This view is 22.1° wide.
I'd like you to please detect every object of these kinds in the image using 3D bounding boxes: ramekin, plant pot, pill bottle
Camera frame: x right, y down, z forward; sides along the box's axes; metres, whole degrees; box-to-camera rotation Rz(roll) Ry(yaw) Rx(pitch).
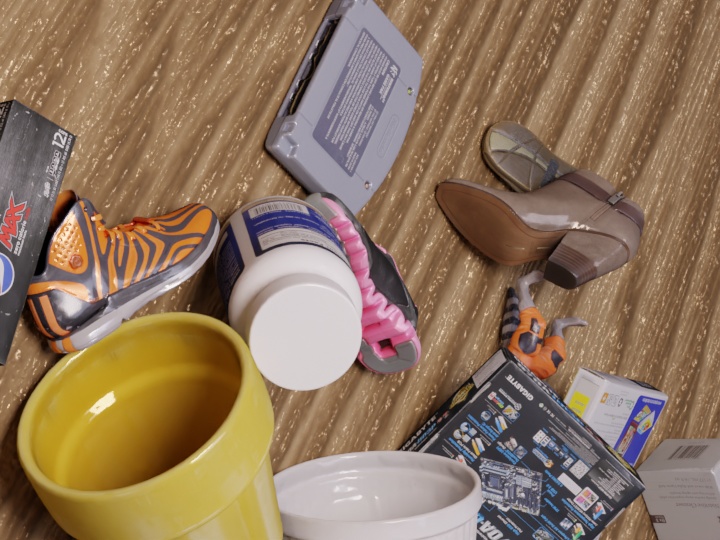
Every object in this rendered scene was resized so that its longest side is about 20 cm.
[{"bbox_3d":[0.012,0.242,1.656,0.200,0.199,0.106,-16,107,-46],"label":"ramekin"},{"bbox_3d":[-0.153,0.169,1.499,0.201,0.200,0.190,-54,140,-35],"label":"plant pot"},{"bbox_3d":[-0.061,0.019,1.577,0.115,0.200,0.117,-3,111,-9],"label":"pill bottle"}]

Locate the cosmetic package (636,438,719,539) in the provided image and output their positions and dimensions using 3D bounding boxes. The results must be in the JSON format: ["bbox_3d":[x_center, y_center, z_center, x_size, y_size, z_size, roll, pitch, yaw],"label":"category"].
[{"bbox_3d":[0.408,0.298,2.131,0.081,0.112,0.201,-35,110,-43],"label":"cosmetic package"}]

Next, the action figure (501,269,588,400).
[{"bbox_3d":[0.172,0.122,1.932,0.194,0.104,0.200,-66,155,-18],"label":"action figure"}]

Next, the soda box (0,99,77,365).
[{"bbox_3d":[-0.292,-0.029,1.444,0.071,0.063,0.201,31,64,-40],"label":"soda box"}]

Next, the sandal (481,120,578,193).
[{"bbox_3d":[0.197,-0.084,1.986,0.200,0.054,0.081,41,62,-20],"label":"sandal"}]

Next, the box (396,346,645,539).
[{"bbox_3d":[0.156,0.198,1.811,0.200,0.046,0.159,42,99,-15],"label":"box"}]

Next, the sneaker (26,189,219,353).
[{"bbox_3d":[-0.202,-0.028,1.531,0.200,0.077,0.113,-42,118,-40],"label":"sneaker"}]

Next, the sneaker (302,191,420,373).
[{"bbox_3d":[0.000,0.000,1.761,0.201,0.079,0.096,61,30,-26],"label":"sneaker"}]

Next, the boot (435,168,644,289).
[{"bbox_3d":[0.194,-0.062,1.908,0.200,0.070,0.146,36,48,10],"label":"boot"}]

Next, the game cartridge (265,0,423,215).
[{"bbox_3d":[-0.009,-0.156,1.779,0.133,0.041,0.201,43,57,-32],"label":"game cartridge"}]

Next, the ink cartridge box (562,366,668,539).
[{"bbox_3d":[0.238,0.206,1.949,0.201,0.047,0.197,-63,153,5],"label":"ink cartridge box"}]
